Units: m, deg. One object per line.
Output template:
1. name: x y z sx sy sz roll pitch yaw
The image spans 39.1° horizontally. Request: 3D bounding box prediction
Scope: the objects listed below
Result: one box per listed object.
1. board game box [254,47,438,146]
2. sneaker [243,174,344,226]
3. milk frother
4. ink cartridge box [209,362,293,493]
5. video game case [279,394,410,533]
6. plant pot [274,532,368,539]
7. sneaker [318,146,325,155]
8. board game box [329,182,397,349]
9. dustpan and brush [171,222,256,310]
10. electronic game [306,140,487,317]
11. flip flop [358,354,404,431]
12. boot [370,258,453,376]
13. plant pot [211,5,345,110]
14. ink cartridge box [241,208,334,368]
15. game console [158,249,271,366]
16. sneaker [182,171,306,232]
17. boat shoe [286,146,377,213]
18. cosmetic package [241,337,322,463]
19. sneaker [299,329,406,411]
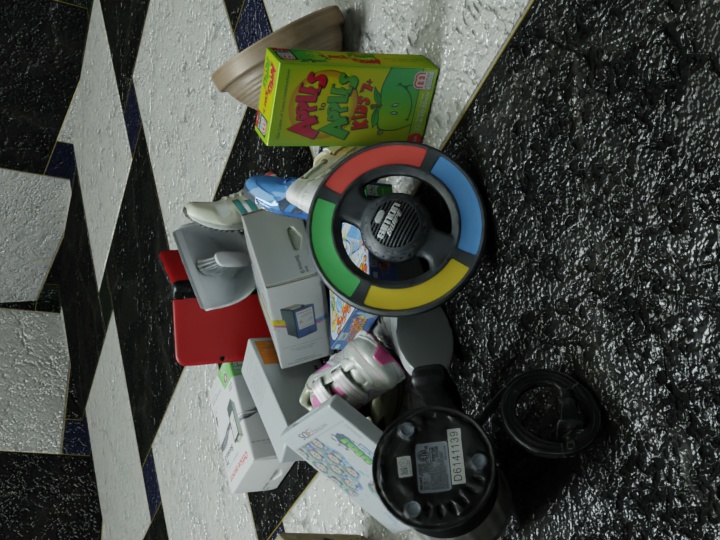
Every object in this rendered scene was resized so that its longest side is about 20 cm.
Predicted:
1. board game box: -0.016 -0.200 1.185 0.048 0.200 0.102 -126 41 -49
2. sneaker: -0.059 -0.104 1.345 0.200 0.066 0.079 20 122 15
3. milk frother: 0.133 0.193 1.014 0.188 0.200 0.181 60 -139 -64
4. ink cartridge box: -0.186 0.259 1.732 0.146 0.084 0.200 120 139 -49
5. video game case: 0.009 0.242 1.243 0.200 0.024 0.182 40 149 -4
6. plant pot: -0.043 0.457 1.345 0.200 0.199 0.177 22 101 63
7. sneaker: -0.028 -0.143 1.404 0.200 0.077 0.089 117 173 -49
8. board game box: 0.000 0.000 1.240 0.200 0.034 0.136 120 151 -60
9. dustpan and brush: -0.184 -0.016 1.570 0.057 0.200 0.140 -29 77 30
10. electronic game: 0.039 -0.047 1.112 0.042 0.200 0.200 62 -162 -74
11. flip flop: 0.015 0.204 1.330 0.081 0.057 0.200 -139 51 -57
12. boot: 0.056 0.070 1.232 0.096 0.073 0.200 107 157 -47
13. plant pot: -0.096 -0.275 1.396 0.093 0.201 0.201 60 155 -7
14. ink cartridge box: -0.104 0.022 1.461 0.200 0.087 0.145 88 163 -52
15. game console: -0.216 0.052 1.637 0.172 0.200 0.119 -128 42 -51
16. sneaker: -0.165 -0.106 1.524 0.070 0.199 0.094 -143 61 -66
17. boat shoe: -0.025 -0.126 1.236 0.069 0.200 0.071 21 122 17
18. cosmetic package: -0.100 0.188 1.523 0.200 0.101 0.071 58 142 44
19. sneaker: -0.014 0.139 1.233 0.081 0.088 0.200 46 152 2
